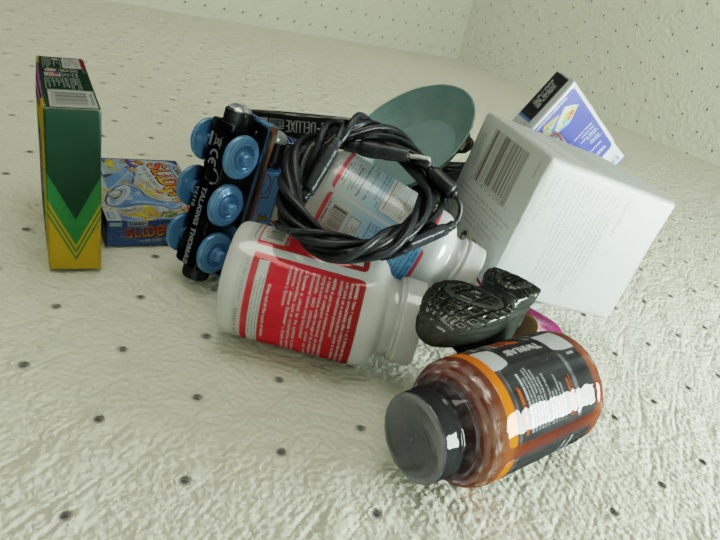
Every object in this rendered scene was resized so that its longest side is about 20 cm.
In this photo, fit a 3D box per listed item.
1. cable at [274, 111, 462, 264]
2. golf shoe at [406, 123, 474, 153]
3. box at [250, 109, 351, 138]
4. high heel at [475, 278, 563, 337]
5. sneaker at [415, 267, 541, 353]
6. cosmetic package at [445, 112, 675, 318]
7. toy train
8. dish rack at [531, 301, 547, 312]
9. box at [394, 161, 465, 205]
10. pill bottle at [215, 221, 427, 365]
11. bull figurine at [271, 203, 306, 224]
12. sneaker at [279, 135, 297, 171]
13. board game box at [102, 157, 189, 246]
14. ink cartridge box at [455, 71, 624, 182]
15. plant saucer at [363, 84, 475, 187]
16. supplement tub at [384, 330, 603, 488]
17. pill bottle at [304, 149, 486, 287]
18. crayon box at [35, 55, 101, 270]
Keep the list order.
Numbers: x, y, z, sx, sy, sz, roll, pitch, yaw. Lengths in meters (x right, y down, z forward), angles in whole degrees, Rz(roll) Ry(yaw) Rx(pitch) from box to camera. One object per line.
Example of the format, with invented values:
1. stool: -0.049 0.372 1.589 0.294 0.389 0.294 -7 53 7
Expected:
1. cable: 0.000 -0.083 0.615 0.197 0.051 0.165 -22 72 -29
2. golf shoe: 0.069 -0.194 0.938 0.197 0.079 0.094 -2 23 41
3. box: -0.093 -0.228 1.013 0.194 0.051 0.158 3 13 -7
4. high heel: 0.164 0.048 0.781 0.198 0.069 0.095 24 -4 45
5. sneaker: 0.117 0.057 0.625 0.075 0.093 0.198 31 24 33
6. cosmetic package: 0.235 -0.068 0.785 0.196 0.168 0.166 14 25 -23
7. toy train: -0.142 -0.081 0.701 0.086 0.204 0.113 29 18 31
8. dish rack: 0.192 -0.002 0.895 0.197 0.044 0.170 29 28 26
9. box: 0.088 -0.111 0.943 0.161 0.088 0.198 10 20 41
10. pill bottle: -0.037 0.029 0.630 0.195 0.115 0.113 15 25 -1
11. bull figurine: -0.073 -0.083 0.873 0.198 0.067 0.120 25 24 37
12. sneaker: -0.100 -0.156 0.859 0.076 0.072 0.200 3 8 8
13. board game box: -0.285 -0.095 0.829 0.133 0.035 0.200 -3 32 -33
14. ink cartridge box: 0.261 -0.145 0.896 0.199 0.198 0.047 29 18 -45
15. plant saucer: 0.065 -0.167 0.838 0.197 0.039 0.204 -19 44 20
16. supplement tub: 0.115 0.119 0.542 0.197 0.109 0.107 -7 33 -39
17. pill bottle: 0.036 -0.039 0.702 0.198 0.110 0.109 32 26 -2
18. crayon box: -0.329 -0.126 0.705 0.057 0.176 0.200 -4 32 -27
